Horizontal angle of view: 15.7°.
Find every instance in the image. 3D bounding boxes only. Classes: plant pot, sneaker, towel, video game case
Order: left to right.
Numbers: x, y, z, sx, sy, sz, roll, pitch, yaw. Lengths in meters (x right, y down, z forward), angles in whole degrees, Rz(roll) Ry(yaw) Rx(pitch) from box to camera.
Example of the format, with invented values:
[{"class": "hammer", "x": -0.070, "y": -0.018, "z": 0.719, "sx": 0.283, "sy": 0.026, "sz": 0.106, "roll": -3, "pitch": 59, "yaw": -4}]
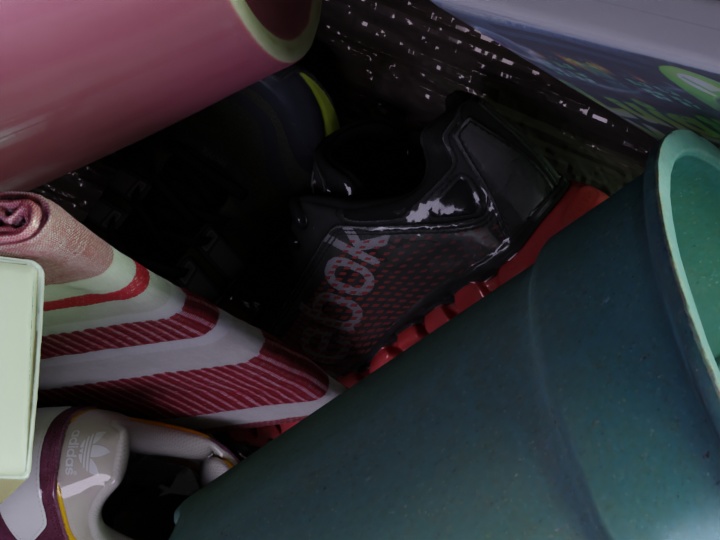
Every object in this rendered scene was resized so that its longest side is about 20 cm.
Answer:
[{"class": "plant pot", "x": -0.117, "y": -0.113, "z": 0.885, "sx": 0.178, "sy": 0.200, "sz": 0.201, "roll": -11, "pitch": 117, "yaw": 17}, {"class": "towel", "x": -0.109, "y": 0.021, "z": 0.899, "sx": 0.143, "sy": 0.023, "sz": 0.200, "roll": -8, "pitch": 158, "yaw": 28}, {"class": "sneaker", "x": -0.073, "y": -0.010, "z": 0.992, "sx": 0.074, "sy": 0.081, "sz": 0.200, "roll": 36, "pitch": 132, "yaw": 2}, {"class": "sneaker", "x": -0.068, "y": 0.104, "z": 0.979, "sx": 0.090, "sy": 0.075, "sz": 0.200, "roll": -6, "pitch": 159, "yaw": 31}, {"class": "sneaker", "x": 0.000, "y": 0.000, "z": 0.966, "sx": 0.200, "sy": 0.071, "sz": 0.098, "roll": -32, "pitch": 103, "yaw": 39}, {"class": "plant pot", "x": 0.057, "y": 0.093, "z": 0.779, "sx": 0.195, "sy": 0.200, "sz": 0.201, "roll": -29, "pitch": 106, "yaw": 19}, {"class": "video game case", "x": 0.132, "y": -0.038, "z": 0.771, "sx": 0.181, "sy": 0.023, "sz": 0.200, "roll": 28, "pitch": 179, "yaw": -30}]

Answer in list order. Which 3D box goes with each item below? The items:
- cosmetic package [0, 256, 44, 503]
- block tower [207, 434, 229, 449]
[{"class": "cosmetic package", "x": -0.177, "y": 0.054, "z": 0.854, "sx": 0.105, "sy": 0.072, "sz": 0.200, "roll": 7, "pitch": 160, "yaw": -18}, {"class": "block tower", "x": -0.116, "y": 0.140, "z": 1.045, "sx": 0.058, "sy": 0.200, "sz": 0.054, "roll": -19, "pitch": 113, "yaw": 43}]
